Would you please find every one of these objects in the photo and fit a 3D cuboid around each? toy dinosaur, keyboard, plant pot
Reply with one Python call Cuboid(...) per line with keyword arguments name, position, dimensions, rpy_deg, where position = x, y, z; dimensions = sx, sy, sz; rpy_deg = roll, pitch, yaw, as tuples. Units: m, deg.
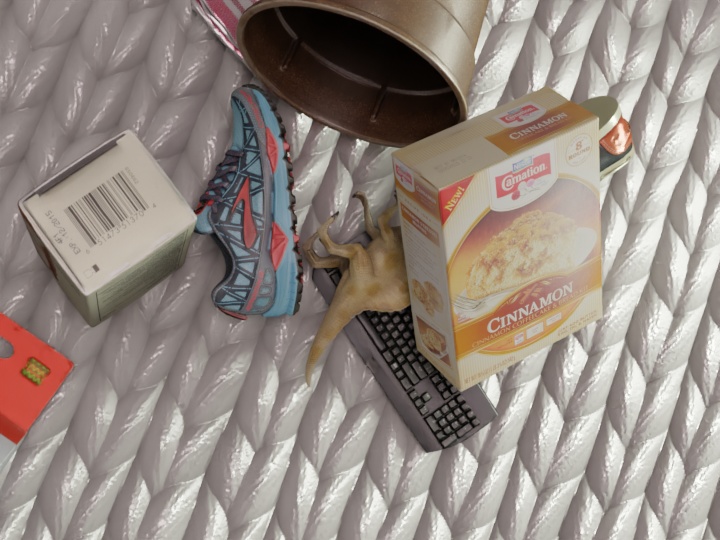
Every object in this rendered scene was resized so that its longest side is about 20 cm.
Cuboid(name="toy dinosaur", position=(0.000, 0.000, 1.079), dimensions=(0.200, 0.058, 0.101), rpy_deg=(-45, 92, -7))
Cuboid(name="keyboard", position=(0.059, 0.049, 1.119), dimensions=(0.127, 0.021, 0.201), rpy_deg=(-34, 90, -13))
Cuboid(name="plant pot", position=(0.025, -0.238, 1.052), dimensions=(0.199, 0.200, 0.199), rpy_deg=(24, 70, -7))

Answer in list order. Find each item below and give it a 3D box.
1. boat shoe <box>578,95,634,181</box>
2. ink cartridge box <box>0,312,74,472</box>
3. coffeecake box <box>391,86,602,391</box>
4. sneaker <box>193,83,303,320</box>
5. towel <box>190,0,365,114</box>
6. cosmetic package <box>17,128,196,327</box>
Cuboid(name="boat shoe", position=(0.161, -0.074, 1.136), dimensions=(0.200, 0.071, 0.063), rpy_deg=(-38, 129, -8))
Cuboid(name="ink cartridge box", position=(-0.350, 0.113, 1.015), dimensions=(0.162, 0.050, 0.201), rpy_deg=(35, 80, -4))
Cuboid(name="coffeecake box", position=(0.116, -0.025, 1.038), dimensions=(0.153, 0.073, 0.201), rpy_deg=(-25, 129, -20))
Cuboid(name="sneaker", position=(-0.102, -0.059, 1.074), dimensions=(0.095, 0.079, 0.202), rpy_deg=(-6, 83, -10))
Cuboid(name="towel", position=(-0.037, -0.255, 1.140), dimensions=(0.146, 0.030, 0.200), rpy_deg=(44, 76, -3))
Cuboid(name="cosmetic package", position=(-0.195, -0.027, 0.989), dimensions=(0.103, 0.200, 0.087), rpy_deg=(-37, 89, -15))
